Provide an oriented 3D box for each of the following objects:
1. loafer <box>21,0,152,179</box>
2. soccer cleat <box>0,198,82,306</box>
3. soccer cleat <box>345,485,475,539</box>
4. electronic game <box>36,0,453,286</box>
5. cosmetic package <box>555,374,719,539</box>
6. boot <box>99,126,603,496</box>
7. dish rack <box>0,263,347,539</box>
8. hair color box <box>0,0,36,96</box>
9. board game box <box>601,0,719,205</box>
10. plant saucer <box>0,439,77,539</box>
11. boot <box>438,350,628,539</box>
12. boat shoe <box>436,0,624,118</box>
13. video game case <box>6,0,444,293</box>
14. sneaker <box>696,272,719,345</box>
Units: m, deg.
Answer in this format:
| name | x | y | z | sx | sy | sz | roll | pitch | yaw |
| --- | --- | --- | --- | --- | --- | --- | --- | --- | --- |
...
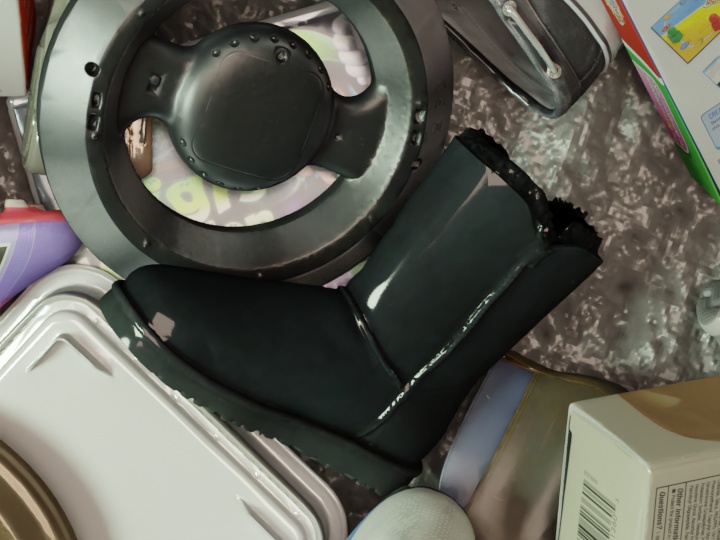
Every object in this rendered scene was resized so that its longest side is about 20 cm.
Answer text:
| name | x | y | z | sx | sy | sz | roll | pitch | yaw |
| --- | --- | --- | --- | --- | --- | --- | --- | --- | --- |
| loafer | -0.117 | -0.139 | 1.253 | 0.062 | 0.072 | 0.201 | 11 | 80 | -12 |
| soccer cleat | -0.221 | 0.020 | 1.249 | 0.199 | 0.067 | 0.077 | -15 | 86 | 5 |
| soccer cleat | -0.013 | 0.188 | 1.225 | 0.070 | 0.086 | 0.201 | 28 | 113 | -3 |
| electronic game | -0.052 | -0.076 | 1.217 | 0.199 | 0.042 | 0.201 | -7 | 114 | -16 |
| cosmetic package | 0.192 | 0.103 | 1.214 | 0.199 | 0.071 | 0.106 | -8 | 116 | -26 |
| boot | 0.000 | 0.000 | 1.201 | 0.200 | 0.076 | 0.168 | 30 | 105 | -35 |
| dish rack | -0.124 | 0.117 | 1.252 | 0.200 | 0.044 | 0.172 | 43 | 100 | -2 |
| hair color box | -0.210 | -0.173 | 1.197 | 0.110 | 0.201 | 0.064 | 0 | 46 | -2 |
| board game box | 0.186 | -0.153 | 1.234 | 0.153 | 0.040 | 0.201 | -32 | 119 | -3 |
| plant saucer | -0.224 | 0.157 | 1.239 | 0.199 | 0.029 | 0.202 | 3 | 107 | 11 |
| boot | 0.070 | 0.137 | 1.272 | 0.097 | 0.075 | 0.201 | 29 | 90 | 17 |
| boat shoe | 0.035 | -0.152 | 1.255 | 0.200 | 0.072 | 0.068 | 43 | 67 | -8 |
| video game case | -0.052 | -0.025 | 1.280 | 0.199 | 0.023 | 0.183 | -16 | 90 | -2 |
| sneaker | 0.260 | -0.013 | 1.277 | 0.200 | 0.075 | 0.082 | -37 | 106 | 4 |
